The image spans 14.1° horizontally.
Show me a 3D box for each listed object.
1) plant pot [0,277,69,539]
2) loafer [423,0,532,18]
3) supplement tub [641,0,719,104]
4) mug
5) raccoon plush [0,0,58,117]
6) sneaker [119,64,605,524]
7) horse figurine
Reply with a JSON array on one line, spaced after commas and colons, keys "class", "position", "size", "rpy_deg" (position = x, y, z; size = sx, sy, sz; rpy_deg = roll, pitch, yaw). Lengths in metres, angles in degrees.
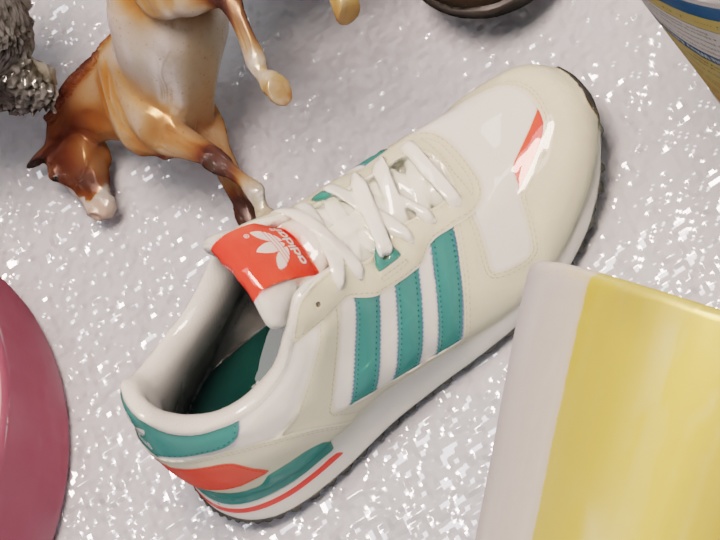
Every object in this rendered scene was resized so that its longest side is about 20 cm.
[{"class": "plant pot", "position": [-0.231, 0.051, 1.042], "size": [0.199, 0.179, 0.201], "rpy_deg": [-10, 65, 22]}, {"class": "loafer", "position": [0.053, -0.190, 1.061], "size": [0.073, 0.071, 0.201], "rpy_deg": [6, 72, 28]}, {"class": "supplement tub", "position": [0.154, -0.113, 0.903], "size": [0.144, 0.200, 0.146], "rpy_deg": [-10, 65, 22]}, {"class": "mug", "position": [0.094, 0.091, 0.872], "size": [0.149, 0.187, 0.154], "rpy_deg": [19, 88, 12]}, {"class": "raccoon plush", "position": [-0.193, -0.059, 1.103], "size": [0.134, 0.096, 0.201], "rpy_deg": [45, 122, 31]}, {"class": "sneaker", "position": [-0.001, 0.000, 0.998], "size": [0.200, 0.093, 0.070], "rpy_deg": [-44, 58, 5]}, {"class": "horse figurine", "position": [-0.060, -0.080, 1.034], "size": [0.050, 0.201, 0.133], "rpy_deg": [-26, 53, -30]}]
